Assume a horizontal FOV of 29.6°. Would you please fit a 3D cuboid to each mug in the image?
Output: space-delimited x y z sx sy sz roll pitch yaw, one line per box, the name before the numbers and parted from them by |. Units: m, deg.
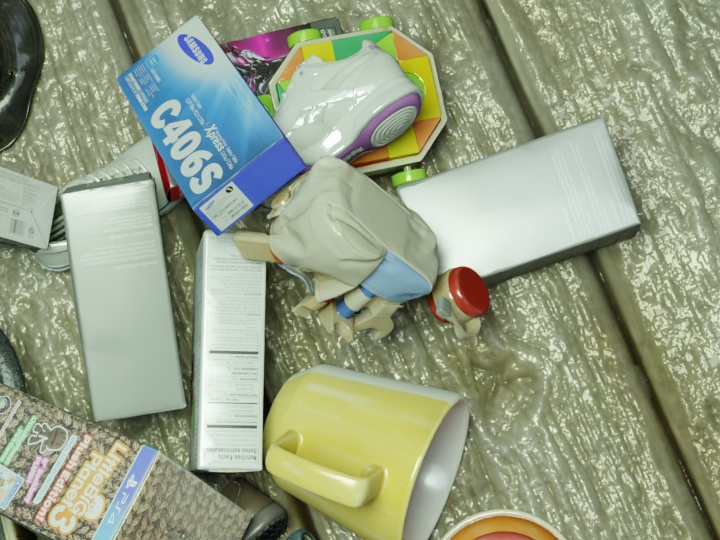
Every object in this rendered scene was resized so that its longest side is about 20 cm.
mug | -0.004 0.146 1.171 0.152 0.187 0.150 20 68 19

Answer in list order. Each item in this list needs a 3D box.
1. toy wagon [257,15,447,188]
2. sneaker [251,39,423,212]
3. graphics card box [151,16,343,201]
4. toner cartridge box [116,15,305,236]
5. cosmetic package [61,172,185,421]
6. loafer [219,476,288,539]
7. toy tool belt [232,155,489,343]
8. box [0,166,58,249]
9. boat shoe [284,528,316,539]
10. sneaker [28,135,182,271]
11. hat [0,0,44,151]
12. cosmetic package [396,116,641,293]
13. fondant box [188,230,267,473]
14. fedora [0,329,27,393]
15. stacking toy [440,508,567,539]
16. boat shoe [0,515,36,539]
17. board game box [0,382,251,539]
toy wagon | -0.024 -0.142 1.228 0.198 0.040 0.157 -11 83 -10
sneaker | -0.046 -0.122 1.176 0.199 0.075 0.100 -32 66 -2
graphics card box | -0.099 -0.150 1.268 0.198 0.051 0.127 -14 78 -11
toner cartridge box | -0.130 -0.126 1.150 0.095 0.043 0.200 -37 48 1
cosmetic package | -0.208 0.022 1.201 0.089 0.107 0.202 -11 100 -9
loafer | -0.157 0.261 1.228 0.199 0.073 0.071 -38 68 -5
toy tool belt | 0.000 0.000 1.144 0.122 0.199 0.126 -32 36 35
box | -0.389 -0.062 1.245 0.198 0.116 0.061 2 80 34
boat shoe | -0.013 0.319 1.190 0.062 0.075 0.201 -43 69 23
sneaker | -0.229 -0.070 1.282 0.200 0.071 0.073 -41 78 -2
hat | -0.408 -0.205 1.323 0.198 0.081 0.203 -1 80 8
cosmetic package | 0.141 -0.052 1.225 0.198 0.090 0.108 -18 81 7
fondant box | -0.119 0.077 1.204 0.058 0.144 0.202 3 81 -10
fedora | -0.380 0.131 1.260 0.198 0.092 0.203 -1 81 7
stacking toy | 0.116 0.270 1.117 0.144 0.200 0.148 -1 80 8
boat shoe | -0.317 0.305 1.233 0.064 0.073 0.202 -14 79 0
board game box | -0.223 0.193 1.153 0.199 0.160 0.097 17 71 32
